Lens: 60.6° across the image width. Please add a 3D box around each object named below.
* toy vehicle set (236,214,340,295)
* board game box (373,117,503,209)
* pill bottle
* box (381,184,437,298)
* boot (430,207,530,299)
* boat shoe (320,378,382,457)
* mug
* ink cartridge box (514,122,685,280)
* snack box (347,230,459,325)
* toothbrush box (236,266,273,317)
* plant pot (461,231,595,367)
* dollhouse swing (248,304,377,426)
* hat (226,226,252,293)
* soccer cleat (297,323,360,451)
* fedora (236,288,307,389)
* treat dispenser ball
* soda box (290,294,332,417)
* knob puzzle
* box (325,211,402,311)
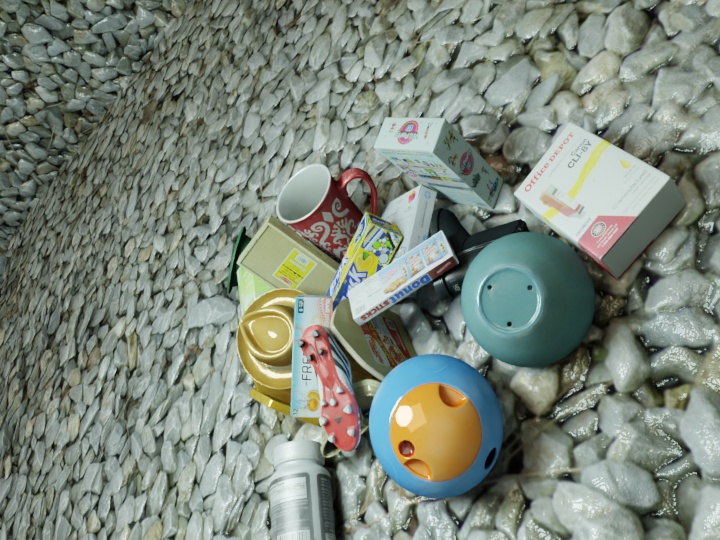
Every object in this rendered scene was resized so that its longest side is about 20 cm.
[{"bbox_3d":[-0.130,-0.005,1.212,0.124,0.198,0.027,-44,19,31],"label":"toy vehicle set"},{"bbox_3d":[0.141,-0.190,1.091,0.146,0.198,0.066,17,81,47],"label":"board game box"},{"bbox_3d":[-0.104,0.414,1.089,0.113,0.113,0.204,-30,51,30],"label":"pill bottle"},{"bbox_3d":[0.072,-0.044,1.166,0.155,0.040,0.205,-22,53,63],"label":"box"},{"bbox_3d":[0.207,-0.049,1.051,0.165,0.077,0.203,-18,41,23],"label":"boot"},{"bbox_3d":[-0.010,0.249,1.028,0.064,0.072,0.201,-77,15,-44],"label":"boat shoe"},{"bbox_3d":[-0.040,-0.099,1.218,0.174,0.200,0.136,-8,55,34],"label":"mug"},{"bbox_3d":[0.351,-0.110,0.927,0.146,0.083,0.201,-52,43,12],"label":"ink cartridge box"},{"bbox_3d":[0.068,0.013,1.033,0.198,0.024,0.073,-33,36,14],"label":"snack box"},{"bbox_3d":[-0.201,0.073,1.310,0.146,0.084,0.205,139,124,-62],"label":"toothbrush box"},{"bbox_3d":[0.227,0.041,0.881,0.196,0.134,0.206,-1,87,26],"label":"plant pot"},{"bbox_3d":[-0.085,0.184,1.160,0.175,0.179,0.204,6,72,66],"label":"dollhouse swing"},{"bbox_3d":[-0.222,-0.009,1.498,0.200,0.172,0.170,127,155,-73],"label":"hat"},{"bbox_3d":[-0.038,0.180,0.971,0.068,0.085,0.204,-27,76,22],"label":"soccer cleat"},{"bbox_3d":[-0.158,0.118,1.136,0.196,0.082,0.206,-7,71,20],"label":"fedora"},{"bbox_3d":[0.110,0.227,0.907,0.198,0.199,0.205,-22,55,35],"label":"treat dispenser ball"},{"bbox_3d":[-0.083,0.146,1.057,0.064,0.067,0.206,-173,86,-86],"label":"soda box"},{"bbox_3d":[0.019,0.124,1.053,0.031,0.217,0.222,-46,44,24],"label":"knob puzzle"},{"bbox_3d":[0.000,0.000,1.155,0.203,0.069,0.065,-63,18,19],"label":"box"}]
